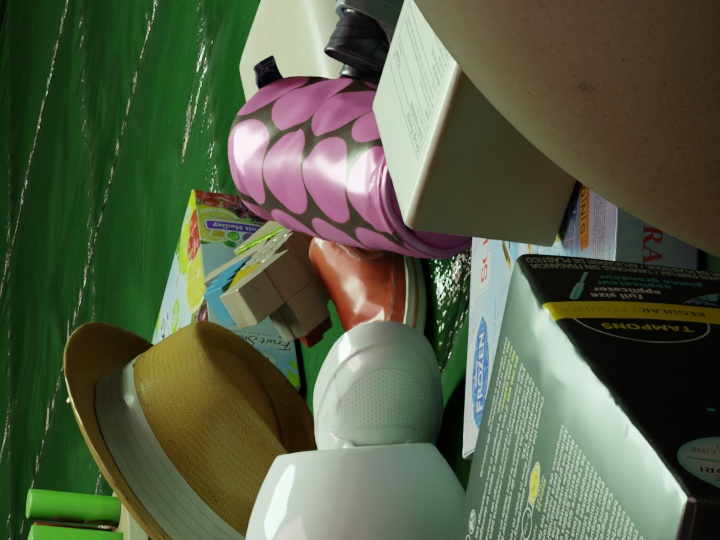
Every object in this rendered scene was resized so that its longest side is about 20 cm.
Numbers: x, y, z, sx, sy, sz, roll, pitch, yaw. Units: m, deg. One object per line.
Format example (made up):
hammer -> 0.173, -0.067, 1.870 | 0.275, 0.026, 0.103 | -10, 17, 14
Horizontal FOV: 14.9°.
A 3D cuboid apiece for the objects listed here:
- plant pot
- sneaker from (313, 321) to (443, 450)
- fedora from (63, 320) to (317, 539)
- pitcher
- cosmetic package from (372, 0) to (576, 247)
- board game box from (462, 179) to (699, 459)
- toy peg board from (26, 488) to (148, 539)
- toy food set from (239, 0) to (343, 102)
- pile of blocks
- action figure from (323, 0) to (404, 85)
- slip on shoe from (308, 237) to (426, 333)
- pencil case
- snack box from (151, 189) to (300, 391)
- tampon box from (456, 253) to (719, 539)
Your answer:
plant pot -> 0.132, -0.083, 0.895 | 0.135, 0.200, 0.200 | 61, 168, -8
sneaker -> 0.012, 0.132, 1.464 | 0.116, 0.073, 0.201 | -101, 13, -46
fedora -> -0.081, 0.094, 1.573 | 0.082, 0.200, 0.201 | -40, 32, 18
pitcher -> 0.013, 0.185, 1.339 | 0.171, 0.120, 0.202 | 160, 107, -70
cosmetic package -> 0.069, -0.122, 1.165 | 0.105, 0.071, 0.201 | -103, 26, -53
board game box -> 0.098, -0.029, 1.235 | 0.199, 0.041, 0.201 | 140, 136, -69
toy peg board -> -0.246, 0.293, 2.352 | 0.201, 0.097, 0.200 | -97, 19, -44
toy food set -> -0.023, -0.114, 1.757 | 0.200, 0.060, 0.144 | 113, 149, -56
pile of blocks -> -0.047, 0.015, 1.651 | 0.062, 0.082, 0.200 | 57, -164, -8
action figure -> 0.025, -0.208, 1.571 | 0.130, 0.069, 0.202 | 160, 120, -82
slip on shoe -> 0.000, 0.000, 1.578 | 0.074, 0.061, 0.201 | 119, 153, -52
pencil case -> 0.004, -0.062, 1.475 | 0.200, 0.093, 0.091 | 20, 141, 60
snack box -> -0.099, 0.073, 1.924 | 0.201, 0.067, 0.169 | -98, 21, -49
tampon box -> 0.127, 0.091, 0.844 | 0.200, 0.149, 0.127 | -121, 39, -67
